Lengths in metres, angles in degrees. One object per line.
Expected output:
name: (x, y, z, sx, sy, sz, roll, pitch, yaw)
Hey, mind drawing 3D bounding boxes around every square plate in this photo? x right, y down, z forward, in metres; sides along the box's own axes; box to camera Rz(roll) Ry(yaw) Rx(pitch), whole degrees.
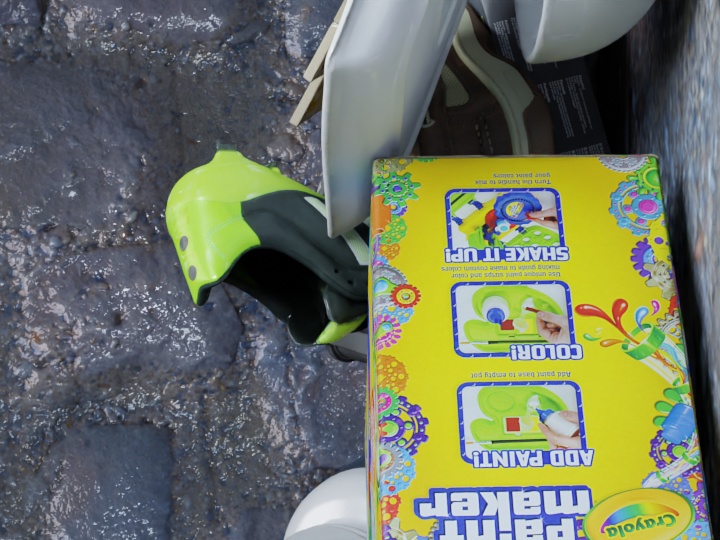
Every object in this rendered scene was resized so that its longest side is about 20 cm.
square plate: (0.030, -0.129, 0.837, 0.200, 0.028, 0.200, 93, -162, -73)

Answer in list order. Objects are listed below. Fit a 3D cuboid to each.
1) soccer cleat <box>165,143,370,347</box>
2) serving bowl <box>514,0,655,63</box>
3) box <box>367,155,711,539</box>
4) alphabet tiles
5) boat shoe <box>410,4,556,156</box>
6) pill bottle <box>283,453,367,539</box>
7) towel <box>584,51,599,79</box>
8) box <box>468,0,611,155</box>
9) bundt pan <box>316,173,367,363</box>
soccer cleat: (0.000, 0.000, 0.945, 0.068, 0.199, 0.082, -44, 45, 44)
serving bowl: (0.100, -0.184, 0.819, 0.200, 0.065, 0.202, -179, 90, -88)
box: (0.065, 0.090, 0.841, 0.201, 0.121, 0.194, 91, 177, -51)
alphabet tiles: (0.019, -0.160, 1.095, 0.167, 0.006, 0.200, -60, -4, 19)
boat shoe: (0.030, -0.086, 0.987, 0.202, 0.074, 0.075, -127, 26, -68)
pill bottle: (0.029, 0.148, 1.038, 0.200, 0.119, 0.121, -27, -58, -56)
towel: (0.117, -0.208, 1.075, 0.200, 0.034, 0.194, 87, -175, -63)
box: (0.080, -0.095, 1.062, 0.161, 0.049, 0.202, 95, 161, -76)
bundt pan: (0.053, -0.024, 1.241, 0.202, 0.075, 0.203, -38, -40, -40)
